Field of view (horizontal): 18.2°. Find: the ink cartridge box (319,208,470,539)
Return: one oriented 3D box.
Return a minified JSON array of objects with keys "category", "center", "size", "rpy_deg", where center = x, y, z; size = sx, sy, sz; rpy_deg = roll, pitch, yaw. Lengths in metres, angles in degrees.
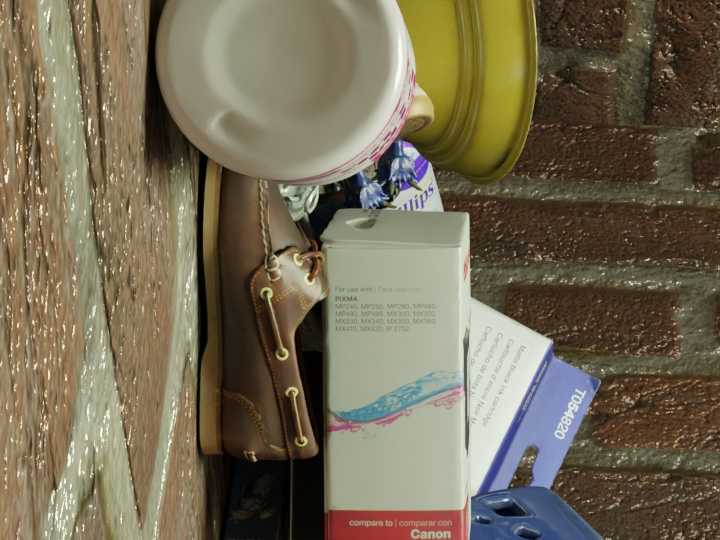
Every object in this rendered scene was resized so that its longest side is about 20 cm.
[{"category":"ink cartridge box","center":[0.023,0.071,1.325],"size":[0.146,0.083,0.200],"rpy_deg":[-65,155,-79]}]

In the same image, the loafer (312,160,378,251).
[{"category":"loafer","center":[-0.018,-0.054,1.509],"size":[0.063,0.072,0.200],"rpy_deg":[-83,161,-54]}]

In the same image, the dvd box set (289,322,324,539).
[{"category":"dvd box set","center":[-0.027,0.121,1.478],"size":[0.200,0.029,0.146],"rpy_deg":[84,7,-79]}]

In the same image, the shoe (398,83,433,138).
[{"category":"shoe","center":[-0.018,-0.094,1.359],"size":[0.200,0.070,0.053],"rpy_deg":[-13,-84,66]}]

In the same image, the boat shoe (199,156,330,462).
[{"category":"boat shoe","center":[-0.051,0.010,1.239],"size":[0.070,0.070,0.200],"rpy_deg":[-65,157,-67]}]

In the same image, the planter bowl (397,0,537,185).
[{"category":"planter bowl","center":[0.031,-0.149,1.421],"size":[0.200,0.083,0.201],"rpy_deg":[172,-90,-70]}]

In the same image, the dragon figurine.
[{"category":"dragon figurine","center":[0.000,0.000,1.455],"size":[0.099,0.059,0.200],"rpy_deg":[40,-42,54]}]

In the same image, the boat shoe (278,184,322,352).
[{"category":"boat shoe","center":[-0.046,-0.029,1.321],"size":[0.074,0.065,0.202],"rpy_deg":[-83,176,-50]}]

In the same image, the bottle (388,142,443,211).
[{"category":"bottle","center":[0.009,-0.069,1.586],"size":[0.084,0.065,0.200],"rpy_deg":[-38,134,-25]}]

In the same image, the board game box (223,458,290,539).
[{"category":"board game box","center":[-0.066,0.193,1.453],"size":[0.200,0.035,0.136],"rpy_deg":[-83,175,-49]}]

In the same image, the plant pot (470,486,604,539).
[{"category":"plant pot","center":[0.080,0.277,1.570],"size":[0.200,0.180,0.200],"rpy_deg":[46,-59,47]}]

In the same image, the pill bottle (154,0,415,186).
[{"category":"pill bottle","center":[-0.030,-0.097,1.088],"size":[0.200,0.113,0.113],"rpy_deg":[-23,116,-87]}]

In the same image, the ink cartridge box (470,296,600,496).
[{"category":"ink cartridge box","center":[0.061,0.119,1.697],"size":[0.200,0.200,0.041],"rpy_deg":[-64,-173,-13]}]
